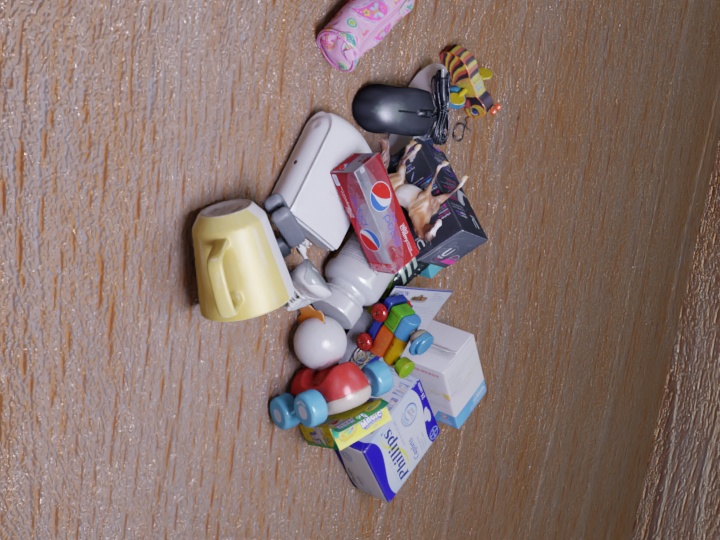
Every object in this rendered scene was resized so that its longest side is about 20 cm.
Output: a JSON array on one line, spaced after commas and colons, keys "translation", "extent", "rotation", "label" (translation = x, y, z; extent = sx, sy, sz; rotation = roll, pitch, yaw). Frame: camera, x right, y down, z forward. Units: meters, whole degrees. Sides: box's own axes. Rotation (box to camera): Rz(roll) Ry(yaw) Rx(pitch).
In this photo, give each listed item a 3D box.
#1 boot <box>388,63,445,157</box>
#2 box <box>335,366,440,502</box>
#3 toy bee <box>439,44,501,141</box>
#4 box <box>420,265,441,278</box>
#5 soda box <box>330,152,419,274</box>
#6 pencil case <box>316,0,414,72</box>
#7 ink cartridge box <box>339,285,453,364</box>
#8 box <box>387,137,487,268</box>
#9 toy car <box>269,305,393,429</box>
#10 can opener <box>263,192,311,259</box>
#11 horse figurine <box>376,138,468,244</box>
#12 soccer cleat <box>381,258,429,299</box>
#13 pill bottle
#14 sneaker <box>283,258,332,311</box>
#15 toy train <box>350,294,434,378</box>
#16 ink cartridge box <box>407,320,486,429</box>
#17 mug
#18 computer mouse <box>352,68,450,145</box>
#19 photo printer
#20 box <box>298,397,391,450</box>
[{"translation": [0.119, -0.290, 1.668], "extent": [0.201, 0.072, 0.090], "rotation": [-62, 149, -2], "label": "boot"}, {"translation": [0.052, 0.333, 1.783], "extent": [0.200, 0.104, 0.185], "rotation": [-49, 136, -28], "label": "box"}, {"translation": [0.230, -0.354, 1.743], "extent": [0.132, 0.108, 0.200], "rotation": [-61, 141, -18], "label": "toy bee"}, {"translation": [0.132, -0.091, 1.766], "extent": [0.082, 0.049, 0.202], "rotation": [-41, 133, -35], "label": "box"}, {"translation": [0.026, -0.096, 1.473], "extent": [0.070, 0.063, 0.201], "rotation": [-41, 121, -33], "label": "soda box"}, {"translation": [0.014, -0.422, 1.463], "extent": [0.200, 0.087, 0.088], "rotation": [-49, 137, -27], "label": "pencil case"}, {"translation": [0.064, 0.101, 1.700], "extent": [0.197, 0.047, 0.201], "rotation": [6, 121, -51], "label": "ink cartridge box"}, {"translation": [0.128, -0.120, 1.589], "extent": [0.106, 0.201, 0.122], "rotation": [-34, 157, 23], "label": "box"}, {"translation": [-0.073, 0.154, 1.550], "extent": [0.183, 0.176, 0.202], "rotation": [-18, 90, -35], "label": "toy car"}, {"translation": [-0.120, -0.057, 1.389], "extent": [0.066, 0.053, 0.200], "rotation": [-31, 160, -7], "label": "can opener"}, {"translation": [0.091, -0.148, 1.514], "extent": [0.133, 0.200, 0.050], "rotation": [-55, 152, 8], "label": "horse figurine"}, {"translation": [0.088, -0.002, 1.703], "extent": [0.080, 0.068, 0.202], "rotation": [21, 99, -22], "label": "soccer cleat"}, {"translation": [0.000, 0.000, 1.581], "extent": [0.201, 0.114, 0.115], "rotation": [-56, 139, -21], "label": "pill bottle"}, {"translation": [-0.097, 0.034, 1.433], "extent": [0.080, 0.200, 0.071], "rotation": [-35, 88, -10], "label": "sneaker"}, {"translation": [0.053, 0.154, 1.596], "extent": [0.084, 0.116, 0.201], "rotation": [-9, 135, -46], "label": "toy train"}, {"translation": [0.174, 0.211, 1.869], "extent": [0.125, 0.128, 0.201], "rotation": [-45, 135, -32], "label": "ink cartridge box"}, {"translation": [-0.179, -0.018, 1.308], "extent": [0.148, 0.186, 0.155], "rotation": [-19, 111, -22], "label": "mug"}, {"translation": [0.084, -0.292, 1.564], "extent": [0.198, 0.053, 0.140], "rotation": [-5, 104, -24], "label": "computer mouse"}, {"translation": [-0.057, -0.157, 1.486], "extent": [0.166, 0.069, 0.201], "rotation": [40, 72, -51], "label": "photo printer"}, {"translation": [-0.024, 0.273, 1.571], "extent": [0.117, 0.200, 0.049], "rotation": [-26, 91, -23], "label": "box"}]
